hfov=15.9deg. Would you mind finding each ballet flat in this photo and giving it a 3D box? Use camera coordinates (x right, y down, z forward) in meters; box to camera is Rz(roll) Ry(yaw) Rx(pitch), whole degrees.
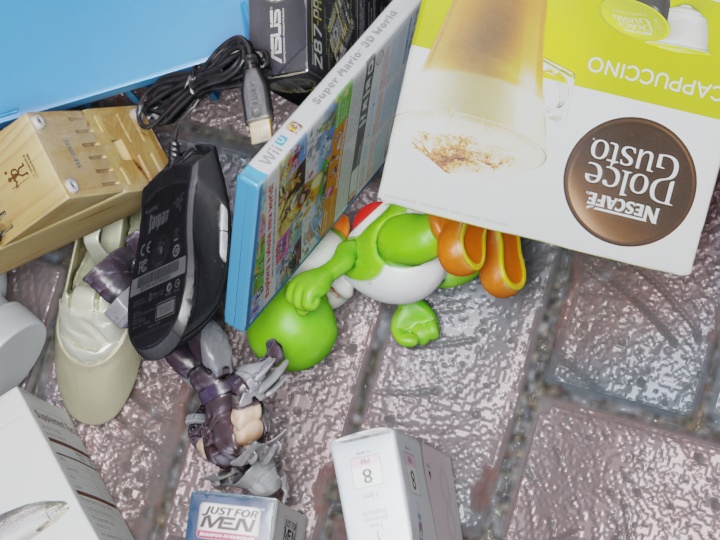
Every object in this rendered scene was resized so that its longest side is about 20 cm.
[{"bbox_3d":[-0.176,0.002,1.745,0.069,0.069,0.201,7,80,11],"label":"ballet flat"}]

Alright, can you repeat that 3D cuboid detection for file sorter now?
[{"bbox_3d":[-0.165,-0.173,1.749,0.199,0.123,0.140,-16,77,7],"label":"file sorter"}]

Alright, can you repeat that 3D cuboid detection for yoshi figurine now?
[{"bbox_3d":[0.002,0.016,1.688,0.199,0.112,0.113,-12,110,29],"label":"yoshi figurine"}]

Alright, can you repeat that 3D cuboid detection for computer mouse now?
[{"bbox_3d":[-0.089,-0.045,1.608,0.140,0.046,0.201,-29,53,46],"label":"computer mouse"}]

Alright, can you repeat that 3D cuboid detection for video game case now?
[{"bbox_3d":[-0.022,-0.071,1.618,0.018,0.144,0.200,28,53,15],"label":"video game case"}]

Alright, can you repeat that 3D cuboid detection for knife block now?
[{"bbox_3d":[-0.237,-0.035,1.681,0.175,0.200,0.064,-32,81,27],"label":"knife block"}]

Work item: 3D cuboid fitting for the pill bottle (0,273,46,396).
[{"bbox_3d":[-0.312,0.006,1.743,0.200,0.112,0.112,38,87,15],"label":"pill bottle"}]

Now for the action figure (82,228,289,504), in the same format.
[{"bbox_3d":[-0.097,0.064,1.680,0.069,0.130,0.201,-26,84,-38],"label":"action figure"}]

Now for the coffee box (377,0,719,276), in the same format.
[{"bbox_3d":[0.135,-0.133,1.606,0.198,0.200,0.199,14,108,3],"label":"coffee box"}]

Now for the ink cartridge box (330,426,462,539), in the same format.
[{"bbox_3d":[0.036,0.208,1.619,0.057,0.163,0.201,-16,76,11],"label":"ink cartridge box"}]

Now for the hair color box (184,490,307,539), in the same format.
[{"bbox_3d":[-0.084,0.249,1.662,0.060,0.100,0.202,5,79,11],"label":"hair color box"}]

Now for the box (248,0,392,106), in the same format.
[{"bbox_3d":[-0.021,-0.205,1.710,0.049,0.161,0.202,-6,79,21],"label":"box"}]

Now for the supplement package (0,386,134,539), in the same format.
[{"bbox_3d":[-0.211,0.197,1.685,0.117,0.117,0.201,-32,75,3],"label":"supplement package"}]
